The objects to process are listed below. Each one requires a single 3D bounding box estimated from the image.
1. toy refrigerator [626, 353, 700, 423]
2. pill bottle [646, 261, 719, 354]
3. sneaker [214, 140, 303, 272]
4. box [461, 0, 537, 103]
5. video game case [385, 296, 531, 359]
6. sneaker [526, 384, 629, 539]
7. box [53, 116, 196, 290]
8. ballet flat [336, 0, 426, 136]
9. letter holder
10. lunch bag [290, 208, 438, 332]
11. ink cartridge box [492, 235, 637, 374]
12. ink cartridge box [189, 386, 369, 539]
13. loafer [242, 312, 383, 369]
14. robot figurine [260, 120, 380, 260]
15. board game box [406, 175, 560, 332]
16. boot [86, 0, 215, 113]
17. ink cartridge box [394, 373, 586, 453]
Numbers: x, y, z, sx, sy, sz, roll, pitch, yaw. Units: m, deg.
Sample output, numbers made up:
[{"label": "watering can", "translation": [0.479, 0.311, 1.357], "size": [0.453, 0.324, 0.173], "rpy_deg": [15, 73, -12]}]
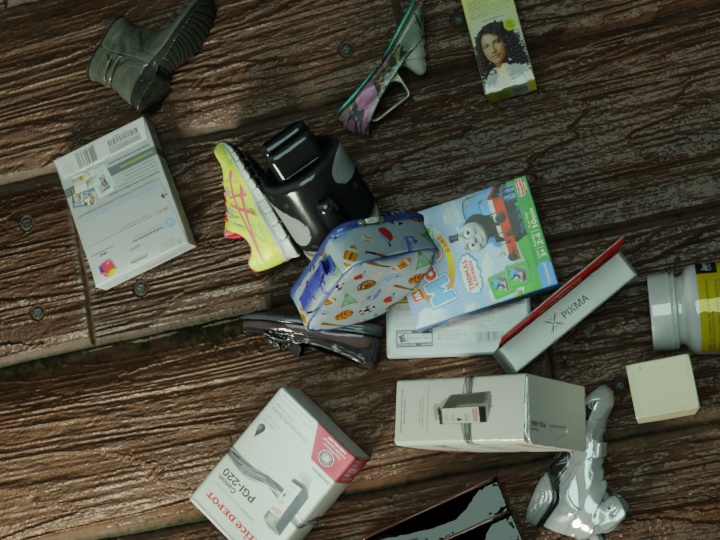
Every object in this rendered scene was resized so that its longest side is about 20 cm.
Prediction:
[{"label": "toy refrigerator", "translation": [0.366, 0.143, 1.550], "size": [0.075, 0.200, 0.071], "rpy_deg": [-12, 79, 12]}, {"label": "pill bottle", "translation": [0.460, 0.045, 1.587], "size": [0.196, 0.114, 0.116], "rpy_deg": [-5, 81, 12]}, {"label": "sneaker", "translation": [-0.163, -0.088, 1.777], "size": [0.090, 0.078, 0.202], "rpy_deg": [-33, 74, 14]}, {"label": "box", "translation": [0.182, -0.337, 1.743], "size": [0.074, 0.050, 0.203], "rpy_deg": [-16, 78, 11]}, {"label": "video game case", "translation": [0.130, 0.023, 1.717], "size": [0.196, 0.023, 0.185], "rpy_deg": [-3, 81, 14]}, {"label": "sneaker", "translation": [0.300, 0.254, 1.618], "size": [0.114, 0.075, 0.202], "rpy_deg": [28, 94, 15]}, {"label": "box", "translation": [-0.340, -0.097, 1.838], "size": [0.154, 0.041, 0.203], "rpy_deg": [-24, 76, 9]}, {"label": "ballet flat", "translation": [0.046, -0.272, 1.764], "size": [0.071, 0.069, 0.201], "rpy_deg": [34, 95, -2]}, {"label": "letter holder", "translation": [0.097, 0.348, 1.615], "size": [0.198, 0.142, 0.102], "rpy_deg": [-26, 77, 9]}, {"label": "lunch bag", "translation": [0.000, 0.000, 1.623], "size": [0.158, 0.201, 0.076], "rpy_deg": [-10, 63, -29]}, {"label": "ink cartridge box", "translation": [0.256, 0.050, 1.589], "size": [0.199, 0.176, 0.045], "rpy_deg": [-39, 81, -3]}, {"label": "ink cartridge box", "translation": [-0.109, 0.278, 1.706], "size": [0.145, 0.085, 0.201], "rpy_deg": [41, 94, 16]}, {"label": "loafer", "translation": [-0.069, 0.094, 1.732], "size": [0.196, 0.072, 0.064], "rpy_deg": [5, 87, 11]}, {"label": "robot figurine", "translation": [-0.054, -0.096, 1.696], "size": [0.123, 0.201, 0.151], "rpy_deg": [-13, 34, 32]}, {"label": "board game box", "translation": [0.148, -0.021, 1.689], "size": [0.197, 0.037, 0.154], "rpy_deg": [-19, 78, 12]}, {"label": "boot", "translation": [-0.311, -0.339, 1.857], "size": [0.130, 0.068, 0.201], "rpy_deg": [36, 90, 21]}, {"label": "ink cartridge box", "translation": [0.162, 0.180, 1.585], "size": [0.198, 0.146, 0.084], "rpy_deg": [-7, 75, 39]}]
